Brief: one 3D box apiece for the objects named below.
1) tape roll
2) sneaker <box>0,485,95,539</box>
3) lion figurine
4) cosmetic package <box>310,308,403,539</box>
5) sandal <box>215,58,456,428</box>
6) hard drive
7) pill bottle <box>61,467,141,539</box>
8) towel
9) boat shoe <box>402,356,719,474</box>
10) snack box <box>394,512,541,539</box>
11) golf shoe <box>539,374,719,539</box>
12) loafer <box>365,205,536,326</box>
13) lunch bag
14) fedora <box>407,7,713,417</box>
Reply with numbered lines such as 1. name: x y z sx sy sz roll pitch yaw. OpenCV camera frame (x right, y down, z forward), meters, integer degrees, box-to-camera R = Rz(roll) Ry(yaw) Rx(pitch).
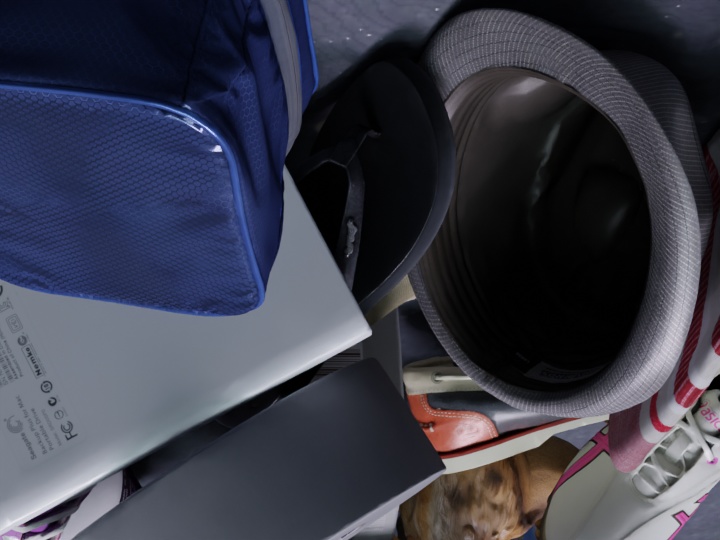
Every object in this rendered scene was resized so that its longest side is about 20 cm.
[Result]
1. tape roll: -0.058 0.122 1.008 0.199 0.066 0.200 -32 172 -5
2. sneaker: -0.174 0.145 1.079 0.072 0.115 0.200 -14 174 -36
3. lion figurine: 0.113 0.123 1.257 0.198 0.123 0.073 5 150 -20
4. cosmetic package: -0.021 0.107 1.223 0.089 0.108 0.200 0 150 -7
5. sandal: -0.021 -0.006 0.980 0.043 0.076 0.201 0 126 -53
6. hard drive: -0.113 0.017 0.942 0.199 0.133 0.026 -28 173 -3
7. pill bottle: -0.184 0.146 1.257 0.111 0.113 0.200 -8 151 4
8. towel: 0.167 -0.007 1.013 0.023 0.145 0.200 16 148 -7
9. boat shoe: 0.121 0.053 1.189 0.199 0.063 0.071 -19 -172 -6
10. snack box: 0.027 0.164 1.369 0.198 0.072 0.024 0 149 -10
11. golf shoe: 0.173 0.102 1.206 0.073 0.200 0.092 40 148 10
12. loafer: 0.000 0.000 1.070 0.198 0.069 0.076 -6 152 2
13. lunch bag: -0.094 -0.085 0.839 0.135 0.133 0.200 8 153 7
14. fedora: 0.102 -0.032 0.975 0.090 0.176 0.201 -25 129 -41
